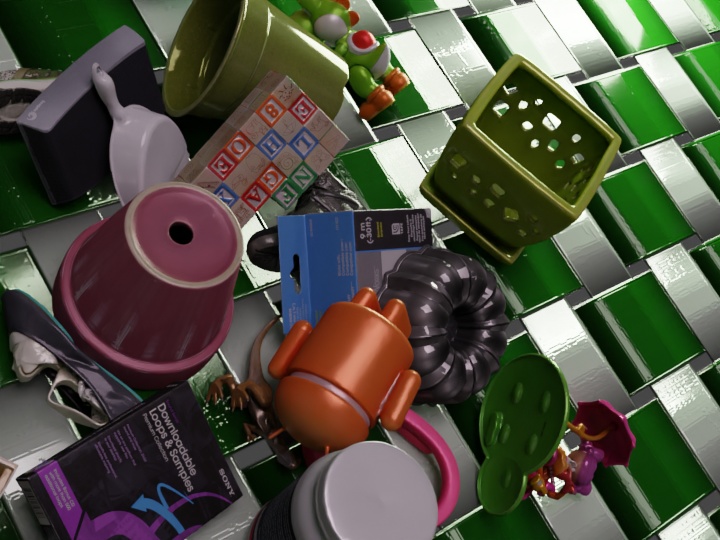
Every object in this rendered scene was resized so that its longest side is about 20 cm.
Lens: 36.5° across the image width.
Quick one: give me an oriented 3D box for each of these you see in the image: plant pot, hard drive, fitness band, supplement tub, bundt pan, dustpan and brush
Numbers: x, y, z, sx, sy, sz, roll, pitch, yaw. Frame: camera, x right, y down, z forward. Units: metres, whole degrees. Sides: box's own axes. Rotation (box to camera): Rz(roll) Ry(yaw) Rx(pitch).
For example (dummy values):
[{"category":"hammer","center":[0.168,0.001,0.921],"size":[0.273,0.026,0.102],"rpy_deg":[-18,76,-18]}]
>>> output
[{"category":"plant pot","center":[-0.123,-0.257,1.402],"size":[0.190,0.200,0.200],"rpy_deg":[20,53,-33]},{"category":"hard drive","center":[-0.304,-0.180,1.270],"size":[0.042,0.135,0.200],"rpy_deg":[15,49,25]},{"category":"fitness band","center":[0.026,0.221,1.270],"size":[0.200,0.037,0.144],"rpy_deg":[36,51,-4]},{"category":"plant pot","center":[0.208,-0.142,1.502],"size":[0.199,0.182,0.200],"rpy_deg":[39,51,-2]},{"category":"supplement tub","center":[-0.022,0.266,1.109],"size":[0.140,0.200,0.141],"rpy_deg":[14,56,-21]},{"category":"bundt pan","center":[0.109,0.069,1.325],"size":[0.202,0.076,0.202],"rpy_deg":[-1,91,-43]},{"category":"dustpan and brush","center":[-0.264,-0.159,1.268],"size":[0.057,0.200,0.140],"rpy_deg":[10,52,13]},{"category":"plant pot","center":[-0.216,0.005,1.176],"size":[0.200,0.179,0.200],"rpy_deg":[14,57,-22]}]

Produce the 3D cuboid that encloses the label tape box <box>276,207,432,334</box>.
[{"category":"label tape box","center":[0.000,0.000,1.318],"size":[0.200,0.063,0.145],"rpy_deg":[-5,92,-42]}]

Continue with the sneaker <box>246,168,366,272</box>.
[{"category":"sneaker","center":[-0.072,-0.063,1.368],"size":[0.199,0.076,0.114],"rpy_deg":[-14,67,-38]}]

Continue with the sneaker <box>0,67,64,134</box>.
[{"category":"sneaker","center":[-0.373,-0.222,1.303],"size":[0.200,0.077,0.089],"rpy_deg":[-12,47,-42]}]

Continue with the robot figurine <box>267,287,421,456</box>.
[{"category":"robot figurine","center":[-0.019,0.116,1.198],"size":[0.144,0.117,0.200],"rpy_deg":[38,65,-10]}]

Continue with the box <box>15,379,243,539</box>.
[{"category":"box","center":[-0.226,0.219,1.100],"size":[0.200,0.036,0.143],"rpy_deg":[-32,103,-40]}]

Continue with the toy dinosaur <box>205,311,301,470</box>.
[{"category":"toy dinosaur","center":[-0.120,0.136,1.241],"size":[0.106,0.060,0.200],"rpy_deg":[19,52,-52]}]

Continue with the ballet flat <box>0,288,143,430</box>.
[{"category":"ballet flat","center":[-0.313,0.103,1.134],"size":[0.200,0.073,0.073],"rpy_deg":[43,50,-2]}]

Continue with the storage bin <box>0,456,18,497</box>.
[{"category":"storage bin","center":[-0.449,0.225,0.964],"size":[0.200,0.094,0.199],"rpy_deg":[30,51,-11]}]

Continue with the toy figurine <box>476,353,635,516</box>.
[{"category":"toy figurine","center":[0.256,0.222,1.351],"size":[0.184,0.150,0.200],"rpy_deg":[20,85,-32]}]

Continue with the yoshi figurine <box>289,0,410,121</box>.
[{"category":"yoshi figurine","center":[-0.032,-0.308,1.545],"size":[0.112,0.112,0.200],"rpy_deg":[-40,101,0]}]

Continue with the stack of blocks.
[{"category":"stack of blocks","center":[-0.125,-0.125,1.306],"size":[0.200,0.059,0.115],"rpy_deg":[-48,119,-4]}]
